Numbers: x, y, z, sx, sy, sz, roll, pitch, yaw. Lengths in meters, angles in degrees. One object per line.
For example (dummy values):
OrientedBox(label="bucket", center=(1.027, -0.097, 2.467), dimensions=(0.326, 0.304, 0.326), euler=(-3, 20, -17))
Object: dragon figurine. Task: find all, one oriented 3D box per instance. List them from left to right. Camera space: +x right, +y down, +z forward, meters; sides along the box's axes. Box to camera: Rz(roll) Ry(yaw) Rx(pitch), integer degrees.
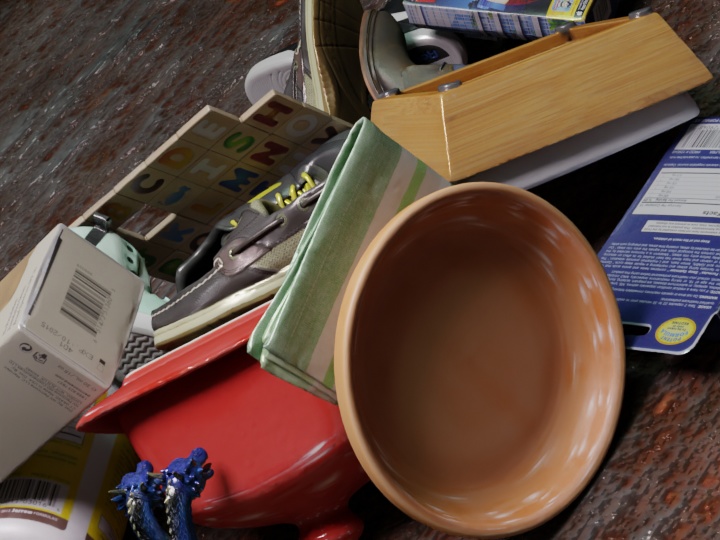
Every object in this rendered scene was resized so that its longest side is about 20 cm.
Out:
OrientedBox(label="dragon figurine", center=(-0.120, 0.195, 1.099), dimensions=(0.059, 0.100, 0.201), euler=(-17, 36, 37))

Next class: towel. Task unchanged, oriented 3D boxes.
OrientedBox(label="towel", center=(0.036, 0.028, 1.145), dimensions=(0.023, 0.200, 0.153), euler=(5, 66, 53))

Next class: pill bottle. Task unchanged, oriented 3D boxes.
OrientedBox(label="pill bottle", center=(-0.208, 0.145, 1.348), dimensions=(0.109, 0.109, 0.201), euler=(-21, 34, 24))

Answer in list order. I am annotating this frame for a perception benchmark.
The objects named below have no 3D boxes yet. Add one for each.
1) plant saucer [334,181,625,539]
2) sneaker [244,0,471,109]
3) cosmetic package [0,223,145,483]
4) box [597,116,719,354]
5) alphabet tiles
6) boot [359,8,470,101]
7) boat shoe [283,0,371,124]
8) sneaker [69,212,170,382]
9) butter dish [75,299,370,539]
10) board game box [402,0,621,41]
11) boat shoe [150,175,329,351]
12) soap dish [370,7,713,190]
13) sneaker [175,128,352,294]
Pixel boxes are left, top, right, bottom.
OrientedBox(label="plant saucer", center=(0.065, 0.051, 1.120), dimensions=(0.200, 0.200, 0.037), euler=(-52, 24, -24))
OrientedBox(label="sneaker", center=(0.008, -0.183, 1.624), dimensions=(0.199, 0.073, 0.112), euler=(-8, 37, 26))
OrientedBox(label="cosmetic package", center=(-0.230, 0.071, 1.252), dimensions=(0.200, 0.071, 0.106), euler=(-40, 24, 33))
OrientedBox(label="box", center=(0.211, -0.018, 1.225), dimensions=(0.121, 0.032, 0.200), euler=(5, 49, 49))
OrientedBox(label="alphabet tiles", center=(-0.102, -0.058, 1.440), dimensions=(0.200, 0.167, 0.008), euler=(-38, 58, 24))
OrientedBox(label="boot", center=(0.058, -0.129, 1.479), dimensions=(0.096, 0.075, 0.201), euler=(-18, 55, 10))
OrientedBox(label="boat shoe", center=(-0.031, -0.140, 1.528), dimensions=(0.065, 0.073, 0.201), euler=(-20, 65, 38))
OrientedBox(label="sneaker", center=(-0.140, 0.032, 1.379), dimensions=(0.074, 0.199, 0.118), euler=(-60, 6, 33))
OrientedBox(label="butter dish", center=(-0.042, 0.106, 1.218), dimensions=(0.199, 0.149, 0.199), euler=(-26, -12, 15))
OrientedBox(label="board game box", center=(0.119, -0.250, 1.545), dimensions=(0.199, 0.062, 0.201), euler=(9, 51, 26))
OrientedBox(label="boat shoe", center=(-0.048, -0.014, 1.204), dimensions=(0.200, 0.066, 0.072), euler=(-28, -12, 21))
OrientedBox(label="soap dish", center=(0.112, -0.108, 1.317), dimensions=(0.199, 0.082, 0.157), euler=(-22, 9, -17))
OrientedBox(label="sneaker", center=(-0.054, -0.027, 1.416), dimensions=(0.200, 0.075, 0.084), euler=(-43, -14, 26))
